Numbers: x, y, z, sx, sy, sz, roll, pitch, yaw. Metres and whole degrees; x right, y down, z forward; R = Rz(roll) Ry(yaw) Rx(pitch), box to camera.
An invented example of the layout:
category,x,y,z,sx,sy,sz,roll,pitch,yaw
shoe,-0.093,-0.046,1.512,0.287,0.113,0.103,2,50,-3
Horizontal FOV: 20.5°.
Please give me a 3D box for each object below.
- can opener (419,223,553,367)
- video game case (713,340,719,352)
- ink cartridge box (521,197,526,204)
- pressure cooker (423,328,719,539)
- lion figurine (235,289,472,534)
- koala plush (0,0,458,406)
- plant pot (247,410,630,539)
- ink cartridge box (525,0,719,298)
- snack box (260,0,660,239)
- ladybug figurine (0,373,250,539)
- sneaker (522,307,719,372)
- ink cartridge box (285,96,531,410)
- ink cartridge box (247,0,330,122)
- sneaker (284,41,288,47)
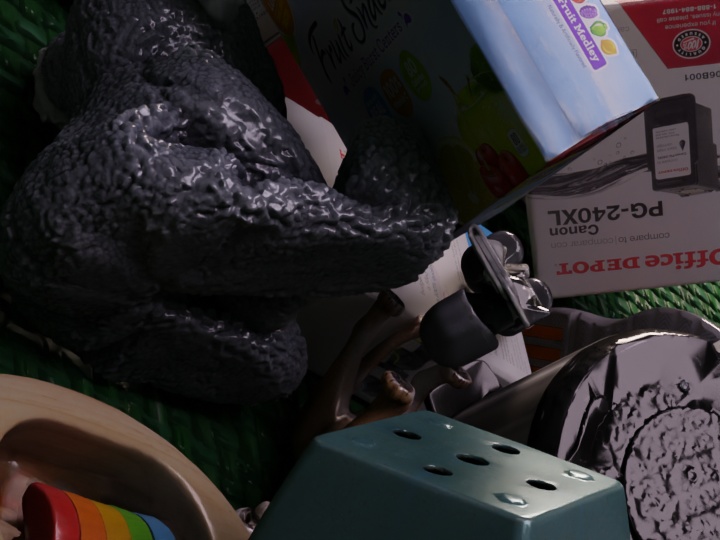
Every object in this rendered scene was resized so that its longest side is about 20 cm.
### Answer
category,x,y,z,sx,sy,sz,roll,pitch,yaw
can opener,0.057,0.014,0.988,0.053,0.067,0.200,59,1,5
video game case,0.194,0.157,1.093,0.200,0.181,0.045,56,26,-1
ink cartridge box,0.162,-0.088,1.381,0.200,0.116,0.068,39,30,-29
pressure cooker,0.111,0.135,0.979,0.178,0.200,0.176,22,64,-21
lion figurine,-0.007,0.091,0.940,0.072,0.123,0.200,39,15,-4
koala plush,-0.084,-0.068,0.904,0.183,0.177,0.201,12,53,-36
plant pot,0.017,0.162,0.731,0.141,0.201,0.141,18,13,27
ink cartridge box,0.174,-0.089,1.276,0.083,0.145,0.201,-84,167,-63
snack box,0.033,-0.108,0.902,0.068,0.200,0.169,-29,88,-20
ladybug figurine,-0.114,0.114,0.755,0.200,0.072,0.136,29,38,-42
sneaker,0.193,0.063,1.190,0.112,0.200,0.078,12,93,-38
ink cartridge box,0.000,0.000,1.071,0.200,0.068,0.115,32,35,-40
ink cartridge box,0.004,-0.114,1.186,0.200,0.084,0.176,31,37,-40
sneaker,0.017,-0.160,1.089,0.077,0.075,0.200,58,34,-21
